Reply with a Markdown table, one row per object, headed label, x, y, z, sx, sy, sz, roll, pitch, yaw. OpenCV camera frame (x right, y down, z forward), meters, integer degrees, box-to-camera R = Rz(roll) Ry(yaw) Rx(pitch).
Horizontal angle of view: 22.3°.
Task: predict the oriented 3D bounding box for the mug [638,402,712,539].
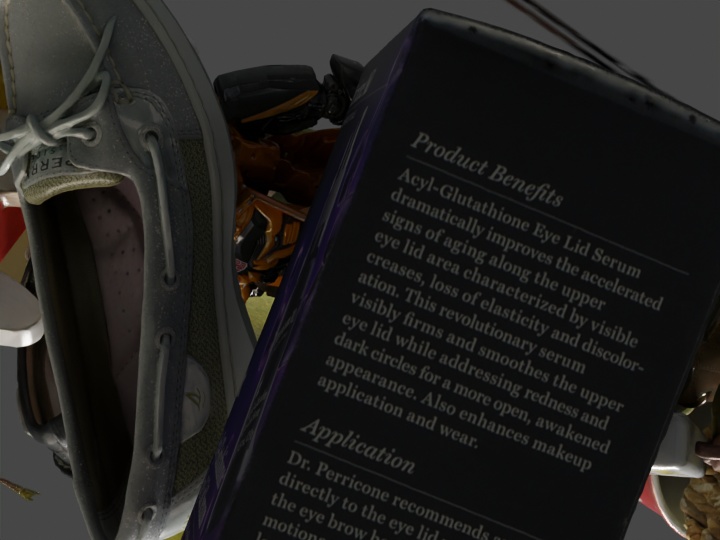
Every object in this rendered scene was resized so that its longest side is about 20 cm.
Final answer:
| label | x | y | z | sx | sy | sz | roll | pitch | yaw |
| --- | --- | --- | --- | --- | --- | --- | --- | --- | --- |
| mug | 0.184 | 0.079 | 1.153 | 0.177 | 0.134 | 0.200 | 24 | 180 | -35 |

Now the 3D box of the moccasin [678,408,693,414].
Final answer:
| label | x | y | z | sx | sy | sz | roll | pitch | yaw |
| --- | --- | --- | --- | --- | --- | --- | --- | --- | --- |
| moccasin | 0.139 | 0.028 | 0.921 | 0.077 | 0.074 | 0.201 | 20 | 179 | 0 |

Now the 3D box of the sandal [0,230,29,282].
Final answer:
| label | x | y | z | sx | sy | sz | roll | pitch | yaw |
| --- | --- | --- | --- | --- | --- | --- | --- | --- | --- |
| sandal | -0.108 | -0.003 | 0.995 | 0.210 | 0.078 | 0.070 | 9 | -159 | 6 |

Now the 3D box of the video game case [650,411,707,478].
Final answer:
| label | x | y | z | sx | sy | sz | roll | pitch | yaw |
| --- | --- | --- | --- | --- | --- | --- | --- | --- | --- |
| video game case | 0.044 | 0.066 | 0.731 | 0.180 | 0.023 | 0.200 | 3 | 173 | 13 |

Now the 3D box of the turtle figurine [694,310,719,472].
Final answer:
| label | x | y | z | sx | sy | sz | roll | pitch | yaw |
| --- | --- | --- | --- | --- | --- | --- | --- | --- | --- |
| turtle figurine | 0.148 | 0.066 | 0.629 | 0.064 | 0.163 | 0.200 | -6 | 165 | 8 |

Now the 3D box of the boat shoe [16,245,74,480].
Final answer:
| label | x | y | z | sx | sy | sz | roll | pitch | yaw |
| --- | --- | --- | --- | --- | --- | --- | --- | --- | --- |
| boat shoe | -0.125 | 0.009 | 0.850 | 0.060 | 0.075 | 0.201 | 43 | -159 | -42 |

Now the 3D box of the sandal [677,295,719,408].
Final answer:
| label | x | y | z | sx | sy | sz | roll | pitch | yaw |
| --- | --- | --- | --- | --- | --- | --- | --- | --- | --- |
| sandal | 0.130 | 0.018 | 0.716 | 0.057 | 0.080 | 0.201 | 23 | -172 | 22 |

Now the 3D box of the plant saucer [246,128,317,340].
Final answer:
| label | x | y | z | sx | sy | sz | roll | pitch | yaw |
| --- | --- | --- | --- | --- | --- | --- | --- | --- | --- |
| plant saucer | 0.000 | 0.000 | 0.897 | 0.198 | 0.048 | 0.200 | 22 | -156 | 2 |

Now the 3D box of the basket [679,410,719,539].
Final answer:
| label | x | y | z | sx | sy | sz | roll | pitch | yaw |
| --- | --- | --- | --- | --- | --- | --- | --- | --- | --- |
| basket | 0.245 | 0.103 | 0.755 | 0.148 | 0.144 | 0.200 | 21 | 178 | -19 |

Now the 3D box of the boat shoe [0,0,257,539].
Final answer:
| label | x | y | z | sx | sy | sz | roll | pitch | yaw |
| --- | --- | --- | --- | --- | --- | --- | --- | --- | --- |
| boat shoe | -0.084 | -0.009 | 0.611 | 0.074 | 0.204 | 0.065 | -5 | -170 | 39 |

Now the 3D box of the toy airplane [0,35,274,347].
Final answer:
| label | x | y | z | sx | sy | sz | roll | pitch | yaw |
| --- | --- | --- | --- | --- | --- | --- | --- | --- | --- |
| toy airplane | -0.161 | -0.060 | 0.761 | 0.199 | 0.142 | 0.199 | -17 | -143 | -33 |

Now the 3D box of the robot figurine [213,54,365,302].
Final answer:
| label | x | y | z | sx | sy | sz | roll | pitch | yaw |
| --- | --- | --- | --- | --- | --- | --- | --- | --- | --- |
| robot figurine | -0.006 | -0.013 | 0.706 | 0.199 | 0.145 | 0.059 | 12 | -132 | -39 |

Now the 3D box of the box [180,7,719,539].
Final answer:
| label | x | y | z | sx | sy | sz | roll | pitch | yaw |
| --- | --- | --- | --- | --- | --- | --- | --- | --- | --- |
| box | 0.020 | 0.039 | 0.540 | 0.103 | 0.202 | 0.148 | 21 | 178 | -5 |
